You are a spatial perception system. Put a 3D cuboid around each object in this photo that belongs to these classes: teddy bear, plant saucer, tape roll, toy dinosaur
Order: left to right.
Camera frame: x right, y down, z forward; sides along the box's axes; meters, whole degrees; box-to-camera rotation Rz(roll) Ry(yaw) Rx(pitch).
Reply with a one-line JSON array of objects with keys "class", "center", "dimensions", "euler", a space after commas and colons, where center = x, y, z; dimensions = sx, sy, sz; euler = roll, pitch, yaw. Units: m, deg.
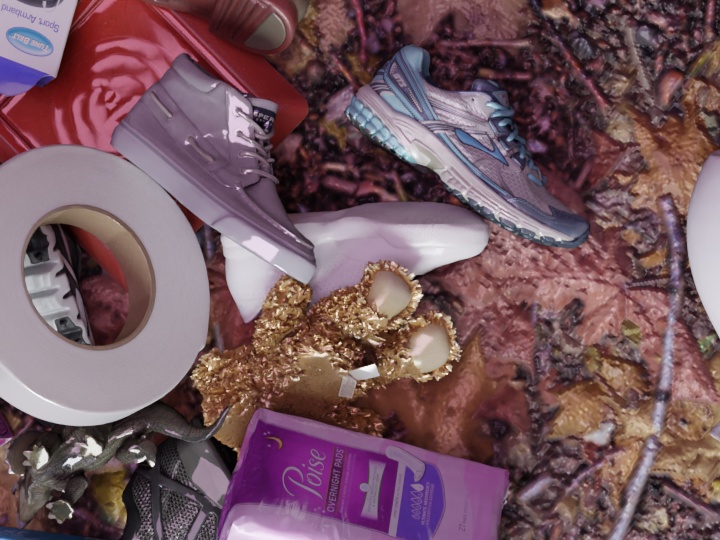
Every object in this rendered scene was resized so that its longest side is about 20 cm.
[{"class": "tape roll", "center": [-0.199, 0.010, 1.688], "dimensions": [0.037, 0.202, 0.203], "euler": [-29, 82, 51]}, {"class": "toy dinosaur", "center": [-0.191, 0.121, 1.733], "dimensions": [0.200, 0.102, 0.077], "euler": [-32, 110, 12]}, {"class": "plant saucer", "center": [-0.175, -0.120, 1.785], "dimensions": [0.200, 0.037, 0.200], "euler": [45, 96, 8]}, {"class": "teddy bear", "center": [-0.024, 0.063, 1.723], "dimensions": [0.145, 0.067, 0.200], "euler": [32, 123, -19]}]

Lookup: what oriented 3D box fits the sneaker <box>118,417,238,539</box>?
[{"class": "sneaker", "center": [-0.109, 0.220, 1.750], "dimensions": [0.114, 0.076, 0.200], "euler": [-35, 80, 10]}]

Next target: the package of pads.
[{"class": "package of pads", "center": [0.003, 0.177, 1.684], "dimensions": [0.199, 0.121, 0.076], "euler": [15, 133, -5]}]

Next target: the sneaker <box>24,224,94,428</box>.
[{"class": "sneaker", "center": [-0.232, 0.020, 1.778], "dimensions": [0.066, 0.091, 0.201], "euler": [-10, 113, 10]}]

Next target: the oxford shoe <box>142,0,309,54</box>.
[{"class": "oxford shoe", "center": [-0.127, -0.234, 1.756], "dimensions": [0.200, 0.075, 0.070], "euler": [33, 137, -4]}]

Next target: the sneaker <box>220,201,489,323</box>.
[{"class": "sneaker", "center": [0.000, 0.000, 1.741], "dimensions": [0.199, 0.075, 0.089], "euler": [-4, 101, 16]}]

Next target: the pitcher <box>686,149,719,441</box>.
[{"class": "pitcher", "center": [0.316, 0.010, 1.661], "dimensions": [0.171, 0.121, 0.201], "euler": [-9, 98, -10]}]

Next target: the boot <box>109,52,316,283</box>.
[{"class": "boot", "center": [-0.087, -0.079, 1.696], "dimensions": [0.200, 0.074, 0.096], "euler": [37, 93, 27]}]

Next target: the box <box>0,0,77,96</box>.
[{"class": "box", "center": [-0.262, -0.227, 1.747], "dimensions": [0.119, 0.041, 0.201], "euler": [20, 75, -22]}]

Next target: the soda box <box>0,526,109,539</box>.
[{"class": "soda box", "center": [-0.286, 0.226, 1.787], "dimensions": [0.199, 0.064, 0.068], "euler": [6, 91, 11]}]

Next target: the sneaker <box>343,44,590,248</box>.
[{"class": "sneaker", "center": [0.088, -0.091, 1.715], "dimensions": [0.200, 0.078, 0.086], "euler": [35, 92, 9]}]

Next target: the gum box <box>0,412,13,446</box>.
[{"class": "gum box", "center": [-0.337, 0.093, 1.728], "dimensions": [0.066, 0.200, 0.114], "euler": [-34, 82, 9]}]
